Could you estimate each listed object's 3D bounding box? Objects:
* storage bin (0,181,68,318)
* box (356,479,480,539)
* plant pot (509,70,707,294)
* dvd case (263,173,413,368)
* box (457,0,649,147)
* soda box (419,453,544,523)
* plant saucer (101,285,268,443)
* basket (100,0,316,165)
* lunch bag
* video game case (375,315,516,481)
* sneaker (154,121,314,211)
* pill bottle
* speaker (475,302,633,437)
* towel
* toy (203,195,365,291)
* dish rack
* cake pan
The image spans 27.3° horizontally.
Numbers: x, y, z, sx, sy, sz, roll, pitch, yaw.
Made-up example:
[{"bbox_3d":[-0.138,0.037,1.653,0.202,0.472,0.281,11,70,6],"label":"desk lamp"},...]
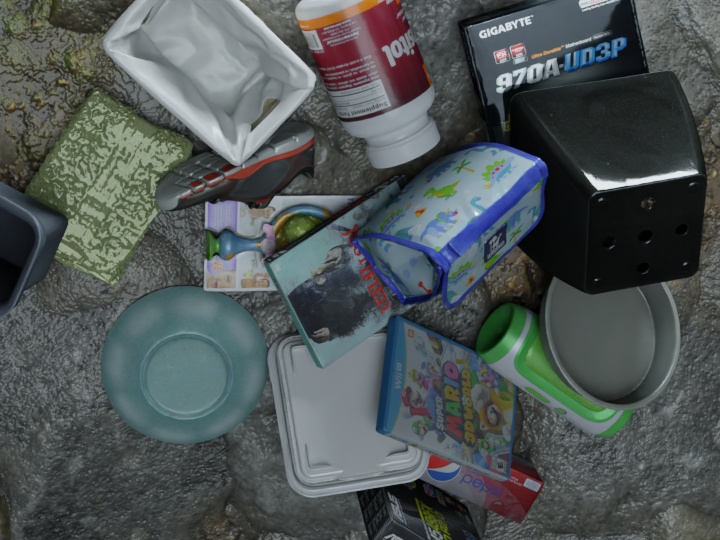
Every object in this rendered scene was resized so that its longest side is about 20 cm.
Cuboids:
[{"bbox_3d":[-0.420,-0.039,1.598,0.200,0.134,0.146,27,102,7],"label":"storage bin"},{"bbox_3d":[0.073,0.303,1.768,0.160,0.200,0.044,35,101,-16],"label":"box"},{"bbox_3d":[0.289,-0.084,1.667,0.199,0.178,0.200,-10,126,-10],"label":"plant pot"},{"bbox_3d":[0.000,0.000,1.722,0.200,0.022,0.146,-34,110,-22],"label":"dvd case"},{"bbox_3d":[0.226,-0.236,1.708,0.199,0.046,0.159,-17,109,-3],"label":"box"},{"bbox_3d":[0.122,0.235,1.824,0.200,0.070,0.064,26,102,-16],"label":"soda box"},{"bbox_3d":[-0.206,0.119,1.754,0.200,0.039,0.202,-2,107,-7],"label":"plant saucer"},{"bbox_3d":[-0.164,-0.234,1.608,0.200,0.123,0.136,42,97,-17],"label":"basket"},{"bbox_3d":[0.108,-0.053,1.639,0.170,0.200,0.128,-44,98,-17],"label":"lunch bag"},{"bbox_3d":[0.105,0.152,1.749,0.200,0.018,0.144,25,60,-32],"label":"video game case"},{"bbox_3d":[-0.132,-0.096,1.665,0.200,0.077,0.082,-24,121,-18],"label":"sneaker"},{"bbox_3d":[0.014,-0.221,1.645,0.113,0.113,0.200,-24,110,-1],"label":"pill bottle"},{"bbox_3d":[0.238,0.122,1.798,0.200,0.088,0.089,34,99,-18],"label":"speaker"},{"bbox_3d":[-0.293,-0.094,1.677,0.148,0.036,0.200,30,101,-15],"label":"towel"},{"bbox_3d":[-0.081,-0.026,1.724,0.199,0.047,0.116,0,108,-8],"label":"toy"},{"bbox_3d":[-0.014,0.155,1.734,0.171,0.044,0.201,-8,71,-7],"label":"dish rack"},{"bbox_3d":[0.293,0.068,1.769,0.200,0.037,0.201,7,76,-28],"label":"cake pan"}]
